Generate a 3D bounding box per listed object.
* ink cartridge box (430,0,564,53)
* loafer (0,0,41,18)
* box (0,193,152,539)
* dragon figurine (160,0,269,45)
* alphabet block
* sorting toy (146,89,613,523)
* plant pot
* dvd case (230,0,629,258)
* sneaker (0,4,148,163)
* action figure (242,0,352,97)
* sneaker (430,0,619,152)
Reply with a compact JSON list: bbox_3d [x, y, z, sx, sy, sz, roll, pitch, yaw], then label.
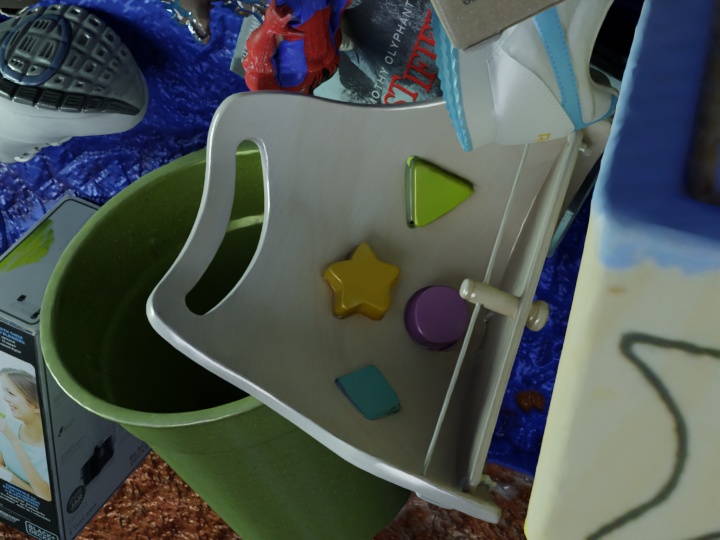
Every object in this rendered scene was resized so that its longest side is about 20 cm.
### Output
[{"bbox_3d":[0.088,-0.204,0.709,0.200,0.075,0.165,-25,116,6],"label":"ink cartridge box"},{"bbox_3d":[-0.163,-0.167,0.906,0.070,0.200,0.075,-30,101,5],"label":"loafer"},{"bbox_3d":[-0.185,0.065,1.172,0.060,0.117,0.200,22,137,20],"label":"box"},{"bbox_3d":[-0.100,-0.203,0.892,0.200,0.059,0.099,56,149,2],"label":"dragon figurine"},{"bbox_3d":[0.188,0.012,0.789,0.195,0.197,0.200,15,134,9],"label":"alphabet block"},{"bbox_3d":[0.000,0.000,0.880,0.180,0.200,0.107,21,164,-7],"label":"sorting toy"},{"bbox_3d":[-0.050,0.061,1.044,0.200,0.200,0.190,8,143,28],"label":"plant pot"},{"bbox_3d":[0.035,-0.100,0.932,0.200,0.022,0.146,32,145,5],"label":"dvd case"},{"bbox_3d":[-0.196,-0.103,1.077,0.200,0.075,0.087,11,144,35],"label":"sneaker"},{"bbox_3d":[-0.028,-0.135,0.867,0.052,0.065,0.200,34,148,26],"label":"action figure"},{"bbox_3d":[0.070,-0.154,0.814,0.081,0.077,0.200,-8,114,-4],"label":"sneaker"}]
